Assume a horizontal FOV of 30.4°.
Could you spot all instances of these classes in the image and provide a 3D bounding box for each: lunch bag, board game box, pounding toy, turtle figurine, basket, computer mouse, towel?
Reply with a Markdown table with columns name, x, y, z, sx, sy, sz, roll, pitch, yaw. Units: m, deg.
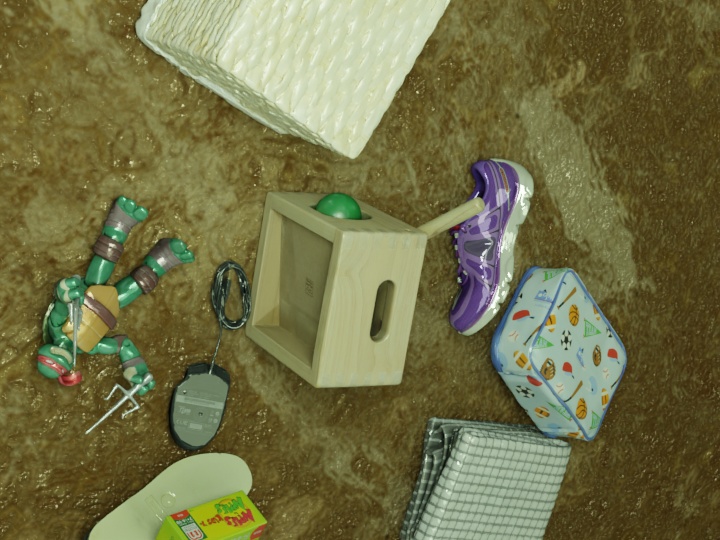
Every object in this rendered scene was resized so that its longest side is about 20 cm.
| name | x | y | z | sx | sy | sz | roll | pitch | yaw |
| --- | --- | --- | --- | --- | --- | --- | --- | --- | --- |
| lunch bag | 0.241 | 0.098 | 1.575 | 0.200 | 0.075 | 0.161 | 52 | 53 | -36 |
| board game box | -0.180 | 0.320 | 1.353 | 0.101 | 0.048 | 0.201 | -12 | 139 | -47 |
| pounding toy | 0.000 | 0.000 | 1.326 | 0.141 | 0.184 | 0.201 | 1 | 107 | -33 |
| turtle figurine | -0.245 | 0.039 | 1.235 | 0.201 | 0.100 | 0.150 | -61 | 144 | -19 |
| basket | -0.060 | -0.236 | 1.216 | 0.198 | 0.161 | 0.201 | 32 | 91 | -38 |
| computer mouse | -0.154 | 0.087 | 1.359 | 0.058 | 0.034 | 0.201 | 15 | 94 | -19 |
| towel | 0.145 | 0.263 | 1.586 | 0.199 | 0.085 | 0.167 | 11 | 103 | -37 |

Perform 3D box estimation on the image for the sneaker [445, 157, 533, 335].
| name | x | y | z | sx | sy | sz | roll | pitch | yaw |
| --- | --- | --- | --- | --- | --- | --- | --- | --- | --- |
| sneaker | 0.127 | -0.029 | 1.483 | 0.083 | 0.081 | 0.201 | 12 | 94 | -19 |

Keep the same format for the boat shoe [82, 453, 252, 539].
| name | x | y | z | sx | sy | sz | roll | pitch | yaw |
| --- | --- | --- | --- | --- | --- | --- | --- | --- | --- |
| boat shoe | -0.202 | 0.252 | 1.368 | 0.201 | 0.063 | 0.074 | -28 | 79 | -35 |
